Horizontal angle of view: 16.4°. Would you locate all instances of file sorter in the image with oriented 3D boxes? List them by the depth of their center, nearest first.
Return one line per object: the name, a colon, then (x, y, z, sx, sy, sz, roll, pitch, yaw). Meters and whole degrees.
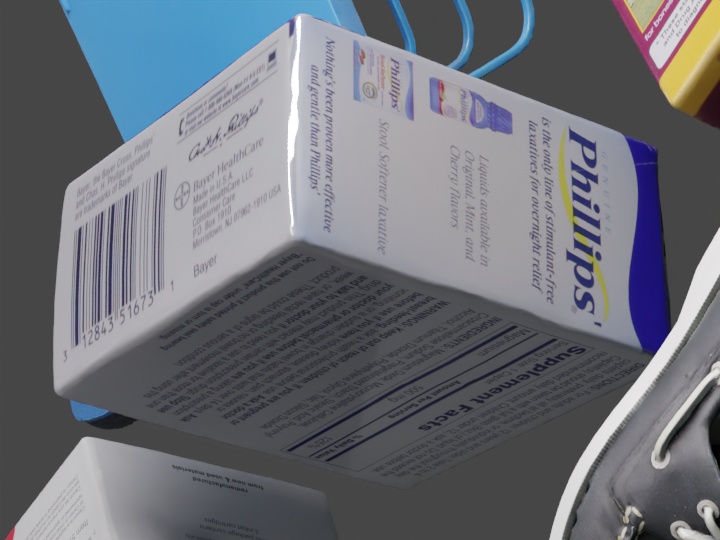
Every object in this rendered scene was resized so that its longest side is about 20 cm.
file sorter: (-0.033, -0.132, 1.210, 0.199, 0.122, 0.140, -10, 109, 52)

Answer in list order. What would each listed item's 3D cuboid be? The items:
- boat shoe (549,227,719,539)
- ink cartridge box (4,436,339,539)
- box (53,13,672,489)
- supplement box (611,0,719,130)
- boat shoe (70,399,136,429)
boat shoe: (0.121, 0.059, 0.813, 0.060, 0.075, 0.201, 35, 106, 61)
ink cartridge box: (-0.086, 0.208, 1.153, 0.145, 0.144, 0.201, -49, 40, 31)
box: (0.000, 0.000, 1.069, 0.184, 0.199, 0.106, -30, 51, 46)
supplement box: (0.164, -0.140, 0.949, 0.131, 0.103, 0.201, -57, 26, 25)
boat shoe: (-0.075, 0.028, 1.290, 0.200, 0.068, 0.085, -37, 49, 38)
